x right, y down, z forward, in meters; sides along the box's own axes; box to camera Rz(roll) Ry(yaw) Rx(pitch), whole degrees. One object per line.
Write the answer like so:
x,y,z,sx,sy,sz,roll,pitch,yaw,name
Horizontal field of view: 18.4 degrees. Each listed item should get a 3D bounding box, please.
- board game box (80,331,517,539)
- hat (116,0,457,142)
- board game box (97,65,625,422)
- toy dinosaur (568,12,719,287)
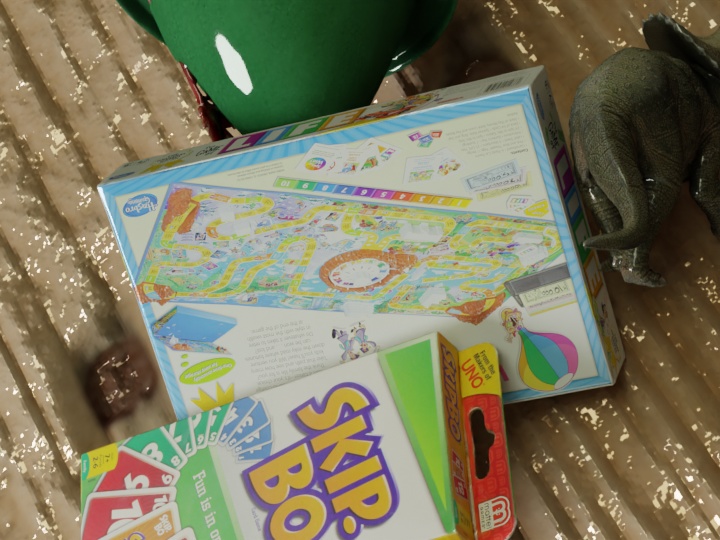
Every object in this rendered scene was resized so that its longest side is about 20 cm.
-0.031,0.095,0.937,0.200,0.030,0.096,-19,54,20,board game box
-0.042,-0.068,0.972,0.165,0.200,0.176,-23,43,37,hat
0.000,0.000,0.958,0.199,0.034,0.135,-11,106,20,board game box
0.115,-0.053,0.917,0.077,0.200,0.103,-3,105,38,toy dinosaur
